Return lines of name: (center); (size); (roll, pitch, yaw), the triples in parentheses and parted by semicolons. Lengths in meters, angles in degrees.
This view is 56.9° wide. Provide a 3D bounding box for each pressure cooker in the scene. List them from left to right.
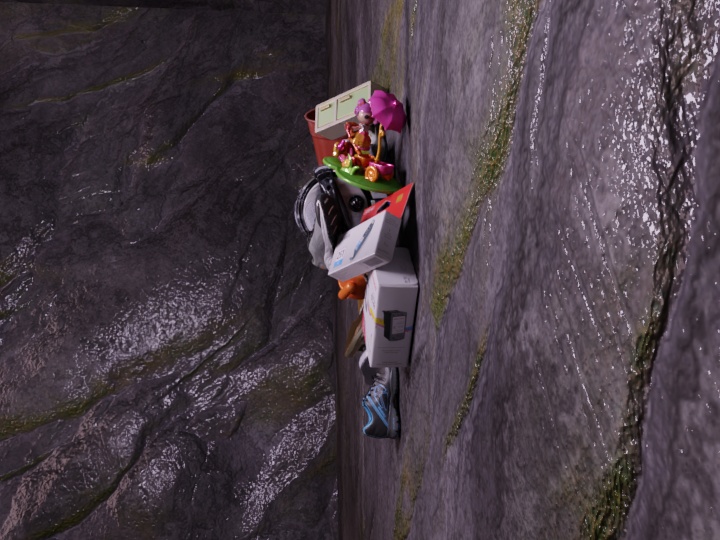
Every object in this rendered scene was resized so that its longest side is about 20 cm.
pressure cooker: (-0.061, -0.144, 1.537); (0.181, 0.174, 0.200); (-62, 11, 4)

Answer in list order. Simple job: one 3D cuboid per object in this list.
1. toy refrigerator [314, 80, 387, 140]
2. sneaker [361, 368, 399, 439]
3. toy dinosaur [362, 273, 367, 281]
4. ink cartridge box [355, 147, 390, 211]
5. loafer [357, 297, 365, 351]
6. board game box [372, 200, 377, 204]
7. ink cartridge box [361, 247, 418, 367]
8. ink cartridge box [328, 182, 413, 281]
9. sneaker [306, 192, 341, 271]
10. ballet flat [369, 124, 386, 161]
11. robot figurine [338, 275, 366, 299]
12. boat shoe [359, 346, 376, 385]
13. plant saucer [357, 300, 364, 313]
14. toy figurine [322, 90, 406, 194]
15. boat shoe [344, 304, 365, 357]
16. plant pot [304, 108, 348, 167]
toy refrigerator: (-0.027, -0.395, 1.647); (0.198, 0.069, 0.077); (-10, 73, 45)
sneaker: (0.043, 0.273, 1.492); (0.073, 0.080, 0.204); (103, 167, -69)
toy dinosaur: (0.035, -0.007, 1.474); (0.201, 0.084, 0.138); (-85, -4, -69)
ink cartridge box: (0.019, -0.218, 1.582); (0.198, 0.046, 0.203); (-146, 38, -82)
loafer: (0.028, 0.131, 1.681); (0.202, 0.074, 0.069); (109, 163, -44)
board game box: (-0.010, -0.191, 1.754); (0.035, 0.124, 0.203); (35, -135, -54)
ink cartridge box: (0.057, 0.074, 1.350); (0.148, 0.084, 0.203); (-102, 13, -57)
ink cartridge box: (0.017, -0.081, 1.334); (0.199, 0.044, 0.179); (-23, 46, 58)
sneaker: (-0.083, -0.076, 1.420); (0.074, 0.078, 0.202); (-62, -23, -44)
ballet flat: (0.022, -0.338, 1.676); (0.068, 0.063, 0.202); (-50, 31, 37)
robot figurine: (-0.001, 0.001, 1.715); (0.201, 0.114, 0.146); (101, 167, -59)
boat shoe: (0.026, 0.222, 1.671); (0.201, 0.071, 0.072); (97, 166, -59)
plant saucer: (0.015, 0.063, 1.924); (0.200, 0.035, 0.204); (180, 90, -83)
toy figurine: (0.021, -0.284, 1.386); (0.199, 0.149, 0.187); (31, 117, 32)
boat shoe: (0.016, 0.142, 1.592); (0.073, 0.064, 0.202); (-87, 19, -52)
plant pot: (-0.048, -0.351, 1.874); (0.202, 0.197, 0.198); (-103, 6, -62)
